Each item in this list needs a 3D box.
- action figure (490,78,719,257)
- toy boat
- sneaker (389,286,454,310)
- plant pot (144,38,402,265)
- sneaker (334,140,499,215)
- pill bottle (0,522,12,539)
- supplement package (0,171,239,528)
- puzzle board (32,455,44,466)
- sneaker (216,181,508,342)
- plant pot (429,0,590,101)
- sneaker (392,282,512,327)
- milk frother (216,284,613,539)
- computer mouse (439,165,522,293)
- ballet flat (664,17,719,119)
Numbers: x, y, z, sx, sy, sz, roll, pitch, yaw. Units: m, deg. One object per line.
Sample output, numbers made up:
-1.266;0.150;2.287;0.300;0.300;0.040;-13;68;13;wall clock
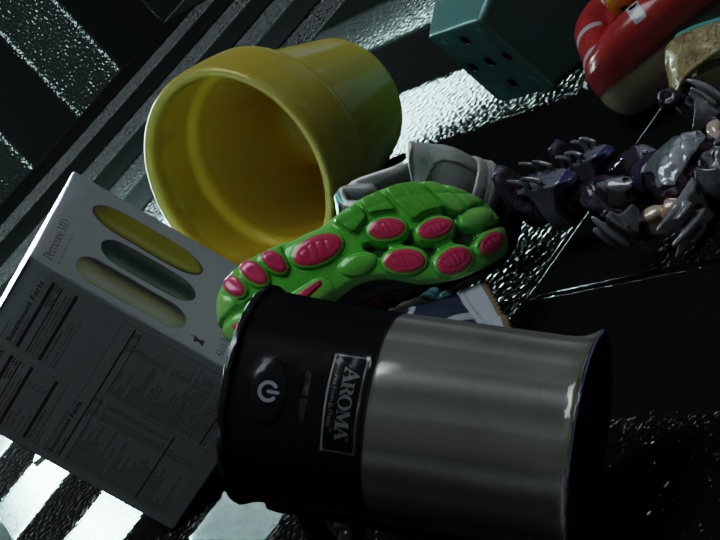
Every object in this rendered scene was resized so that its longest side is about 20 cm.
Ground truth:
0.177;-0.061;1.228;0.130;0.070;0.199;-42;19;-27;action figure
0.199;-0.207;1.406;0.130;0.131;0.200;-39;18;16;toy boat
-0.010;0.066;1.342;0.199;0.078;0.087;-22;31;51;sneaker
-0.062;-0.116;1.716;0.200;0.202;0.189;-29;6;39;plant pot
0.011;-0.026;1.368;0.200;0.088;0.076;-49;31;36;sneaker
-0.331;0.273;1.520;0.113;0.113;0.200;-39;17;13;pill bottle
-0.182;0.060;1.474;0.151;0.199;0.152;-55;11;26;supplement package
-0.236;0.099;1.877;0.200;0.017;0.151;-40;19;16;puzzle board
0.000;0.000;1.265;0.198;0.077;0.084;-18;-16;-2;sneaker
0.155;-0.252;1.612;0.201;0.141;0.141;-58;21;-17;plant pot
0.044;0.064;1.170;0.107;0.071;0.200;-15;12;0;sneaker
0.039;0.102;1.040;0.186;0.183;0.200;8;11;16;milk frother
0.070;-0.037;1.422;0.200;0.046;0.142;-38;35;48;computer mouse
0.275;-0.144;1.231;0.199;0.070;0.066;-25;52;53;ballet flat
